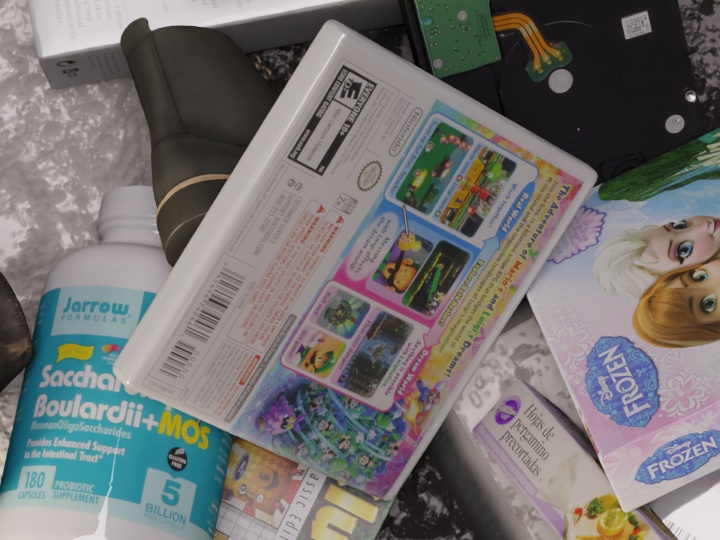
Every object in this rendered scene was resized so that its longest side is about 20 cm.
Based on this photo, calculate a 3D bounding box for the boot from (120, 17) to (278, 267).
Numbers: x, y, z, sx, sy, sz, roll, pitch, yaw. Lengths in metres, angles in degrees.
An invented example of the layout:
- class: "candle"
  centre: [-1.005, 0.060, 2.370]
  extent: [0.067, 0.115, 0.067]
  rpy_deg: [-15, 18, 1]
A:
- class: "boot"
  centre: [-0.027, -0.056, 1.533]
  extent: [0.077, 0.199, 0.139]
  rpy_deg: [-40, 50, 30]

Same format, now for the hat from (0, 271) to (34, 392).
- class: "hat"
  centre: [-0.213, 0.030, 1.495]
  extent: [0.081, 0.201, 0.201]
  rpy_deg: [-26, 82, -21]

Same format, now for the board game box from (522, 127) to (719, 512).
- class: "board game box"
  centre: [0.186, 0.006, 1.486]
  extent: [0.199, 0.200, 0.041]
  rpy_deg: [-26, 125, 3]

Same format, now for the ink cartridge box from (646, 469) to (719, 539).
- class: "ink cartridge box"
  centre: [0.214, 0.138, 1.518]
  extent: [0.147, 0.086, 0.200]
  rpy_deg: [34, 81, 4]

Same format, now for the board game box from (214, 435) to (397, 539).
- class: "board game box"
  centre: [-0.038, 0.116, 1.555]
  extent: [0.104, 0.023, 0.201]
  rpy_deg: [26, 82, 2]

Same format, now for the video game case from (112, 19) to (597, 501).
- class: "video game case"
  centre: [0.000, 0.000, 1.468]
  extent: [0.182, 0.024, 0.201]
  rpy_deg: [26, 99, -38]

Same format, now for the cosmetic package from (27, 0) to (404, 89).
- class: "cosmetic package"
  centre: [-0.076, -0.167, 1.573]
  extent: [0.199, 0.071, 0.102]
  rpy_deg: [-10, 80, -1]

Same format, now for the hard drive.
- class: "hard drive"
  centre: [0.092, -0.130, 1.532]
  extent: [0.139, 0.038, 0.201]
  rpy_deg: [-18, 118, -3]

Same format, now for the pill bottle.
- class: "pill bottle"
  centre: [-0.116, 0.062, 1.511]
  extent: [0.110, 0.111, 0.201]
  rpy_deg: [9, 72, 2]

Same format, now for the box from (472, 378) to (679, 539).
- class: "box"
  centre: [0.116, 0.119, 1.472]
  extent: [0.041, 0.200, 0.039]
  rpy_deg: [39, 96, -31]
